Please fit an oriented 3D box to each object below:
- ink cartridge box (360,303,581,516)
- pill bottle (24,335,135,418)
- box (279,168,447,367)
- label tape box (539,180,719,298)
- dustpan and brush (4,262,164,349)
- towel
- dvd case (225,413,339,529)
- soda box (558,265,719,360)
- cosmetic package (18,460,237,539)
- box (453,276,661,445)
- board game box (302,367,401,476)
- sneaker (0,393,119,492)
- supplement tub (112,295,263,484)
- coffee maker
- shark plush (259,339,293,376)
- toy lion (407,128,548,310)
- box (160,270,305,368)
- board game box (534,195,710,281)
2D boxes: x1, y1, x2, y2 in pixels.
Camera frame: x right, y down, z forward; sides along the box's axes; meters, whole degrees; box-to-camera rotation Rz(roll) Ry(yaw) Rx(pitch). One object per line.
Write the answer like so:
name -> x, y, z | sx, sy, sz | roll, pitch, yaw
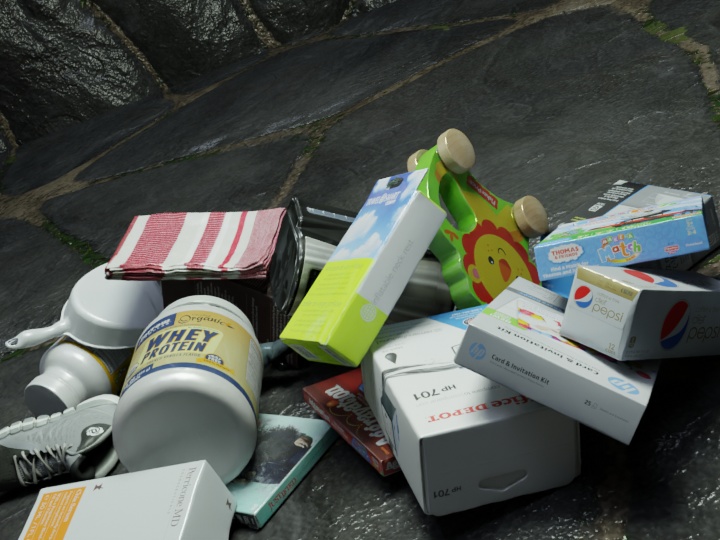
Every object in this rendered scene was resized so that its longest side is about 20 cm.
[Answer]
ink cartridge box -> 0.095, 0.120, 0.973 | 0.145, 0.086, 0.200 | -11, 24, -11
pill bottle -> -0.347, 0.117, 1.385 | 0.104, 0.105, 0.200 | -6, 29, 33
box -> 0.006, -0.003, 1.047 | 0.201, 0.048, 0.122 | -58, 20, -15
label tape box -> 0.278, -0.021, 1.176 | 0.199, 0.066, 0.143 | -31, 26, -22
dustpan and brush -> -0.349, 0.059, 1.339 | 0.199, 0.057, 0.140 | -11, 49, -35
towel -> -0.195, -0.035, 1.274 | 0.198, 0.023, 0.144 | -2, 32, 8
dvd case -> -0.138, 0.204, 1.122 | 0.199, 0.022, 0.146 | -2, 31, 40
soda box -> 0.265, 0.037, 0.936 | 0.199, 0.064, 0.068 | 1, 17, -44
cosmetic package -> -0.228, 0.255, 1.012 | 0.199, 0.071, 0.102 | -14, 36, 21
box -> 0.181, 0.071, 0.927 | 0.155, 0.041, 0.200 | 25, 19, 15
board game box -> 0.024, 0.145, 1.083 | 0.102, 0.020, 0.200 | -19, 22, -20
sneaker -> -0.357, 0.217, 1.225 | 0.199, 0.075, 0.115 | -26, 26, -11
supplement tub -> -0.176, 0.124, 1.118 | 0.144, 0.145, 0.200 | -19, 24, 7
coffee maker -> 0.000, 0.000, 1.209 | 0.199, 0.136, 0.192 | 12, 2, -14
shark plush -> -0.156, 0.109, 1.246 | 0.199, 0.084, 0.091 | -12, 26, 32
toy lion -> 0.128, -0.023, 1.130 | 0.068, 0.200, 0.192 | -30, 33, 39
box -> -0.145, 0.033, 1.300 | 0.199, 0.101, 0.075 | 19, 40, 18
board game box -> 0.257, -0.033, 1.023 | 0.150, 0.037, 0.200 | -12, 4, 19
